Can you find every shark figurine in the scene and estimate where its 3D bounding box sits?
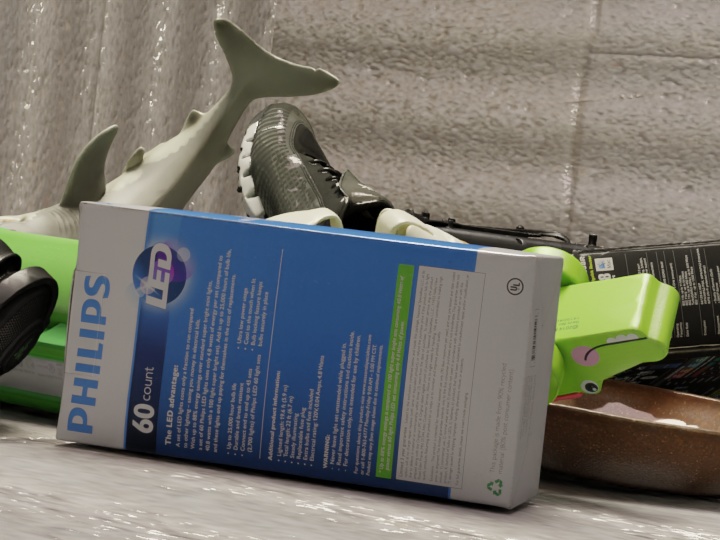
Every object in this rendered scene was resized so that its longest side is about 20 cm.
[{"bbox_3d":[-0.107,-0.033,1.290,0.090,0.214,0.128,47,-16,18],"label":"shark figurine"}]

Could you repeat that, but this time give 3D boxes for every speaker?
[{"bbox_3d":[-0.135,0.026,1.127,0.199,0.089,0.088,8,2,39],"label":"speaker"}]

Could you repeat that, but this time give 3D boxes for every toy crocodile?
[{"bbox_3d":[0.048,0.041,1.050,0.199,0.068,0.062,-14,-53,25],"label":"toy crocodile"}]

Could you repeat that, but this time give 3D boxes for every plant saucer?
[{"bbox_3d":[0.125,0.078,1.146,0.199,0.037,0.200,9,4,-1],"label":"plant saucer"}]

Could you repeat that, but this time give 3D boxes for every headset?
[{"bbox_3d":[-0.197,0.011,1.010,0.123,0.094,0.200,38,2,-13],"label":"headset"}]

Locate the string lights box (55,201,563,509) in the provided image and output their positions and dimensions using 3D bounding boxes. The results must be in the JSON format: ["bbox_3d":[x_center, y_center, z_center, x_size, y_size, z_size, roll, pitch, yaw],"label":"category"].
[{"bbox_3d":[-0.022,0.033,0.989,0.199,0.104,0.059,8,2,16],"label":"string lights box"}]

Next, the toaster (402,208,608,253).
[{"bbox_3d":[0.036,0.022,1.496,0.199,0.120,0.180,7,0,-40],"label":"toaster"}]

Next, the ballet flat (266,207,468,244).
[{"bbox_3d":[0.000,0.000,1.183,0.199,0.063,0.069,-6,23,-27],"label":"ballet flat"}]

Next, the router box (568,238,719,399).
[{"bbox_3d":[0.166,0.035,1.332,0.149,0.063,0.200,-5,-12,-9],"label":"router box"}]

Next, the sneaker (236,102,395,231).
[{"bbox_3d":[-0.017,-0.028,1.339,0.090,0.201,0.066,-33,-48,25],"label":"sneaker"}]
